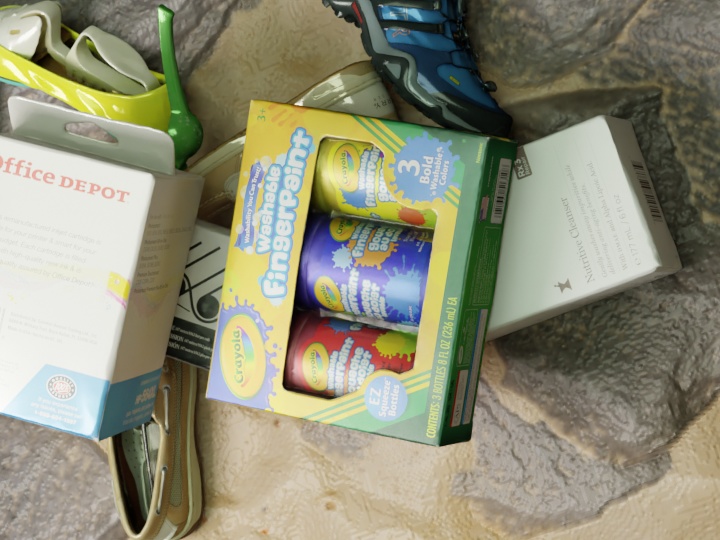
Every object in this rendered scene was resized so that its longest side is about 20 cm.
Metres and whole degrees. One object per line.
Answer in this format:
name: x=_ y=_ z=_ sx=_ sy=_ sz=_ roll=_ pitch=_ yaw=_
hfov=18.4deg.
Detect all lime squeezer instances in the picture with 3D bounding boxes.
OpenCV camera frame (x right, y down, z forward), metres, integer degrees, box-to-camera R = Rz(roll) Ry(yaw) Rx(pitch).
lime squeezer: x=-0.154 y=-0.084 z=1.565 sx=0.070 sy=0.038 sz=0.200 roll=24 pitch=116 yaw=-14

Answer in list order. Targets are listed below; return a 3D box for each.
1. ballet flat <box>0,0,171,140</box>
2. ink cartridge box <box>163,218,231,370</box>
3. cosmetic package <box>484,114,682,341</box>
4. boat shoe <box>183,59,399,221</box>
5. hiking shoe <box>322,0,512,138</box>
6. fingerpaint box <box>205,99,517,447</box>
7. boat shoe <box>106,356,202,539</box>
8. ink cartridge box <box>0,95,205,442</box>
ballet flat: x=-0.214 y=-0.157 z=1.610 sx=0.200 sy=0.067 sz=0.067 roll=29 pitch=137 yaw=15
ink cartridge box: x=-0.156 y=0.000 z=1.544 sx=0.199 sy=0.044 sz=0.094 roll=18 pitch=97 yaw=11
cosmetic package: x=0.100 y=-0.018 z=1.483 sx=0.199 sy=0.081 sz=0.113 roll=-23 pitch=82 yaw=18
boat shoe: x=-0.057 y=-0.069 z=1.548 sx=0.200 sy=0.074 sz=0.069 roll=-32 pitch=87 yaw=26
hiking shoe: x=0.043 y=-0.172 z=1.512 sx=0.087 sy=0.074 sz=0.200 roll=-44 pitch=75 yaw=15
fingerpaint box: x=0.000 y=0.000 z=1.440 sx=0.166 sy=0.073 sz=0.201 roll=11 pitch=94 yaw=20
boat shoe: x=-0.157 y=0.095 z=1.580 sx=0.071 sy=0.076 sz=0.201 roll=-15 pitch=82 yaw=22
ink cartridge box: x=-0.190 y=-0.005 z=1.464 sx=0.128 sy=0.125 sz=0.201 roll=15 pitch=95 yaw=11
